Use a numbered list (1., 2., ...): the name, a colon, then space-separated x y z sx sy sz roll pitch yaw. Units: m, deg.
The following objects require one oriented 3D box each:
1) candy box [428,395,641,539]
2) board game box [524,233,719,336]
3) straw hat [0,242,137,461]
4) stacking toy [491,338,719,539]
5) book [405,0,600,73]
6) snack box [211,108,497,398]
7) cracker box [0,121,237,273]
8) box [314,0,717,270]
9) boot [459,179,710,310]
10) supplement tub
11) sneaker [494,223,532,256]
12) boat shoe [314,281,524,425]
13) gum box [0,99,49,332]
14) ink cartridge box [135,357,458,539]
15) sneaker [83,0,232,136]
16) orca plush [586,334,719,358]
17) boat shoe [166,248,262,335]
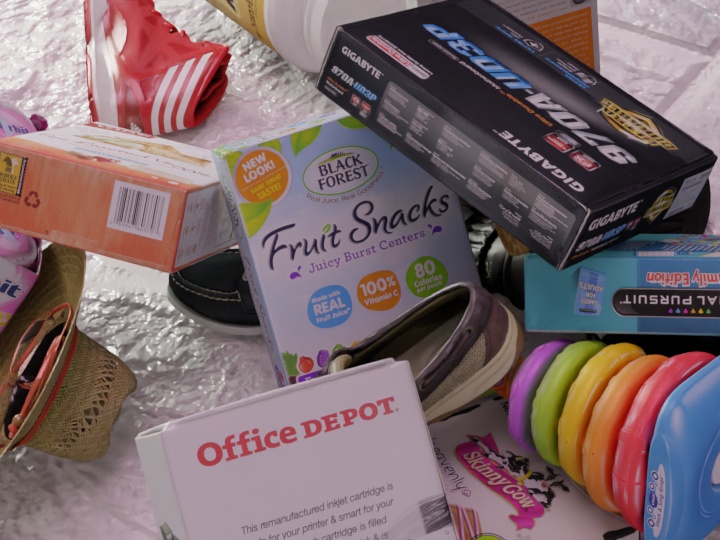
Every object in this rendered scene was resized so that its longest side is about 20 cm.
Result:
1. candy box: 0.052 0.160 1.225 0.198 0.061 0.137 -19 44 -13
2. board game box: 0.212 0.008 1.227 0.198 0.047 0.151 1 7 19
3. straw hat: -0.192 0.080 1.320 0.085 0.201 0.202 27 38 -22
4. stacking toy: 0.129 0.078 1.195 0.199 0.117 0.109 23 36 35
5. book: 0.102 -0.150 1.443 0.132 0.201 0.048 -18 44 -12
6. snack box: 0.000 0.000 1.305 0.141 0.202 0.053 -17 11 -12
7. cracker box: -0.151 -0.052 1.345 0.133 0.058 0.200 14 9 10
8. box: 0.095 -0.090 1.230 0.200 0.046 0.158 38 34 24
9. boot: 0.126 -0.042 1.417 0.210 0.080 0.157 -20 25 -36
10. supplement tub: -0.043 -0.244 1.607 0.144 0.145 0.200 -32 47 -24
11. sneaker: 0.122 -0.082 1.331 0.089 0.075 0.201 -12 32 5
12. boat shoe: 0.001 0.074 1.191 0.200 0.066 0.072 -36 43 5
13. gum box: -0.272 -0.029 1.413 0.066 0.114 0.201 26 29 -23
14. ink cartridge box: -0.024 0.162 1.095 0.145 0.202 0.084 -14 -2 -18
15. sneaker: -0.161 -0.179 1.622 0.114 0.079 0.202 -3 55 -7
16. orca plush: 0.210 0.067 1.292 0.104 0.072 0.201 -17 44 -9
17. boat shoe: -0.043 0.007 1.402 0.198 0.061 0.076 7 45 15
